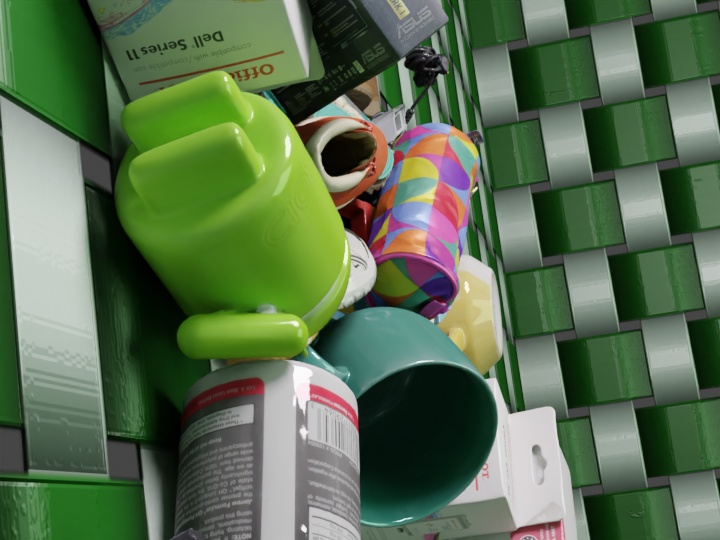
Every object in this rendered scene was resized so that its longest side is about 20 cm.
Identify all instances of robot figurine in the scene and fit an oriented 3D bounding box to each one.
[{"bbox_3d":[-0.073,-0.027,0.852,0.200,0.115,0.176,62,8,-52],"label":"robot figurine"}]

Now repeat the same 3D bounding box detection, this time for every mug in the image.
[{"bbox_3d":[0.053,0.063,1.309,0.150,0.152,0.187,73,15,-49],"label":"mug"},{"bbox_3d":[0.013,0.093,1.090,0.114,0.151,0.186,49,-22,52],"label":"mug"}]

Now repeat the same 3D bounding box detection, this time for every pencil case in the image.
[{"bbox_3d":[0.055,-0.043,1.180,0.201,0.088,0.089,-72,152,-48],"label":"pencil case"}]

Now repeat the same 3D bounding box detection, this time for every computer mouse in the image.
[{"bbox_3d":[0.015,-0.133,1.364,0.044,0.200,0.110,36,12,3],"label":"computer mouse"}]

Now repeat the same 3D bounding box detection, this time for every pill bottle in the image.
[{"bbox_3d":[-0.054,0.162,0.815,0.111,0.110,0.201,65,19,-52],"label":"pill bottle"}]

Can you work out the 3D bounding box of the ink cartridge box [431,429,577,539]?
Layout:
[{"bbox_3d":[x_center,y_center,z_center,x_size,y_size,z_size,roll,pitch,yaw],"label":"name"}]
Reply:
[{"bbox_3d":[0.087,0.236,1.233,0.083,0.199,0.147,60,22,-50],"label":"ink cartridge box"}]

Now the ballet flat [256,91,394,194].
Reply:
[{"bbox_3d":[-0.053,-0.136,1.153,0.200,0.064,0.076,50,58,-21],"label":"ballet flat"}]

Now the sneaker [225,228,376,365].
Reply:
[{"bbox_3d":[-0.047,-0.006,1.025,0.200,0.075,0.088,-49,124,-62],"label":"sneaker"}]

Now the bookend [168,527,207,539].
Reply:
[{"bbox_3d":[-0.069,0.263,0.643,0.200,0.199,0.092,37,6,10],"label":"bookend"}]

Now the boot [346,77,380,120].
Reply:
[{"bbox_3d":[-0.039,-0.227,1.385,0.200,0.072,0.167,8,61,-77],"label":"boot"}]

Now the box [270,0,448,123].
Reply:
[{"bbox_3d":[-0.041,-0.193,0.936,0.158,0.051,0.200,53,-22,-8],"label":"box"}]

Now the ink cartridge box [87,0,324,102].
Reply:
[{"bbox_3d":[-0.099,-0.169,0.848,0.068,0.116,0.201,-90,165,-48],"label":"ink cartridge box"}]

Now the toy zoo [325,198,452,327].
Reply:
[{"bbox_3d":[0.000,0.000,1.179,0.199,0.020,0.132,24,50,-36],"label":"toy zoo"}]

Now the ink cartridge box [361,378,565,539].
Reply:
[{"bbox_3d":[0.067,0.162,1.190,0.068,0.199,0.117,66,18,-52],"label":"ink cartridge box"}]

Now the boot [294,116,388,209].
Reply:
[{"bbox_3d":[-0.016,-0.082,1.053,0.200,0.107,0.076,-23,99,-57],"label":"boot"}]

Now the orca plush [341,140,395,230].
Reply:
[{"bbox_3d":[-0.006,-0.083,1.243,0.071,0.105,0.201,-109,-179,-58],"label":"orca plush"}]
